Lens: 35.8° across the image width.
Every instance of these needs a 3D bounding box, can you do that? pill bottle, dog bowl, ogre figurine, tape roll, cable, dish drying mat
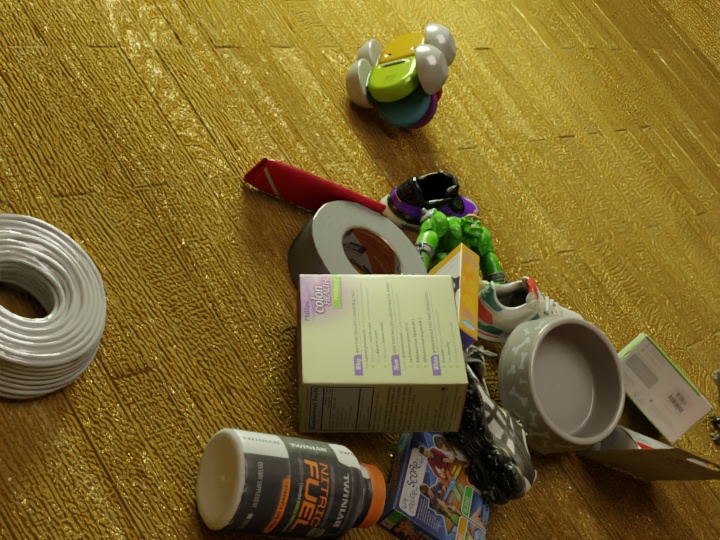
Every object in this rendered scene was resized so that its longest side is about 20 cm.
[{"bbox_3d":[-0.069,0.235,1.206,0.198,0.106,0.107,14,44,-34],"label":"pill bottle"},{"bbox_3d":[0.287,0.156,1.553,0.198,0.058,0.203,9,73,-29],"label":"dog bowl"},{"bbox_3d":[0.147,-0.025,1.703,0.197,0.098,0.122,6,65,-20],"label":"ogre figurine"},{"bbox_3d":[0.000,0.000,1.552,0.198,0.066,0.202,25,39,-23],"label":"tape roll"},{"bbox_3d":[-0.359,0.034,1.165,0.199,0.069,0.201,-13,63,-50],"label":"cable"},{"bbox_3d":[-0.065,-0.108,1.595,0.198,0.077,0.018,22,56,-27],"label":"dish drying mat"}]

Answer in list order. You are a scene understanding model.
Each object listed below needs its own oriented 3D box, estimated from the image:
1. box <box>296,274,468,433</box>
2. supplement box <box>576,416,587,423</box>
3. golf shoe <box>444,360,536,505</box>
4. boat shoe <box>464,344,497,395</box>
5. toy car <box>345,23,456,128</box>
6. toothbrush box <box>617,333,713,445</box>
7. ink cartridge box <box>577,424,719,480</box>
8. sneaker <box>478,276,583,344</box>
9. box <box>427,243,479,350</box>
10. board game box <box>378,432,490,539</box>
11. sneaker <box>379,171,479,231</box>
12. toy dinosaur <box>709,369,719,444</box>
[{"bbox_3d":[0.021,0.101,1.371,0.197,0.097,0.177,1,46,-6],"label":"box"},{"bbox_3d":[0.274,0.147,1.667,0.108,0.061,0.201,28,37,-19],"label":"supplement box"},{"bbox_3d":[0.160,0.200,1.438,0.094,0.077,0.202,-4,66,-52],"label":"golf shoe"},{"bbox_3d":[0.149,0.133,1.539,0.074,0.086,0.204,22,41,-26],"label":"boat shoe"},{"bbox_3d":[0.080,-0.320,1.909,0.201,0.173,0.151,-68,143,-53],"label":"toy car"},{"bbox_3d":[0.456,0.178,1.722,0.146,0.086,0.200,49,6,11],"label":"toothbrush box"},{"bbox_3d":[0.434,0.259,1.594,0.159,0.199,0.051,23,68,-26],"label":"ink cartridge box"},{"bbox_3d":[0.252,0.060,1.613,0.197,0.094,0.071,8,42,-19],"label":"sneaker"},{"bbox_3d":[0.112,0.067,1.542,0.041,0.119,0.201,32,37,-21],"label":"box"},{"bbox_3d":[0.102,0.268,1.396,0.135,0.034,0.201,36,35,-10],"label":"board game box"},{"bbox_3d":[0.133,-0.110,1.762,0.198,0.100,0.070,2,53,-42],"label":"sneaker"},{"bbox_3d":[0.658,0.260,1.885,0.200,0.102,0.077,42,35,1],"label":"toy dinosaur"}]
